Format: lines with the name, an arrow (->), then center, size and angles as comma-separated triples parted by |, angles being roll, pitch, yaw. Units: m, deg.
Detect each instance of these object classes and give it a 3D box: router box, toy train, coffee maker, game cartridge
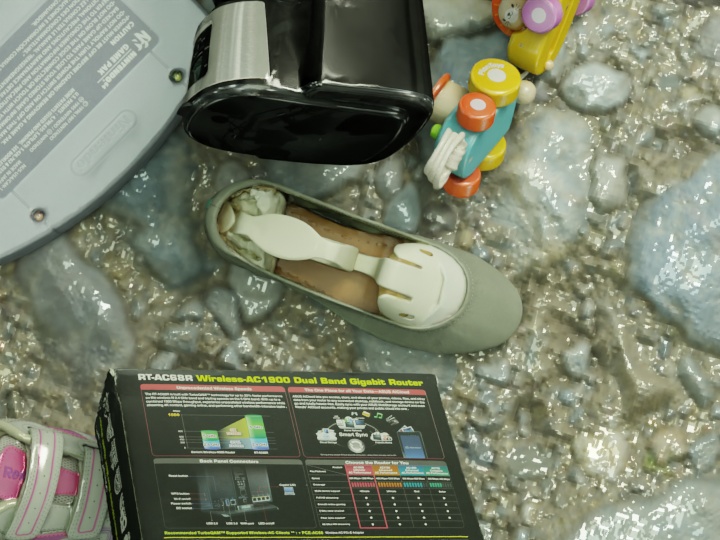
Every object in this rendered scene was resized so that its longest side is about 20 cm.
router box -> -0.040, 0.129, 1.167 | 0.200, 0.062, 0.150 | 3, 46, -19
toy train -> 0.078, -0.141, 1.212 | 0.056, 0.150, 0.200 | 30, 91, 17
coffee maker -> -0.009, -0.170, 1.200 | 0.192, 0.135, 0.200 | -4, 74, 3
game cartridge -> -0.183, -0.106, 1.265 | 0.133, 0.041, 0.200 | 45, 88, 7

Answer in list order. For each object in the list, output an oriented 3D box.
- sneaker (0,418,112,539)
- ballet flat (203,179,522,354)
sneaker -> -0.181, 0.130, 1.214 | 0.200, 0.088, 0.081 | 0, 72, 0
ballet flat -> 0.000, 0.000, 1.240 | 0.200, 0.064, 0.067 | 20, 87, 2
